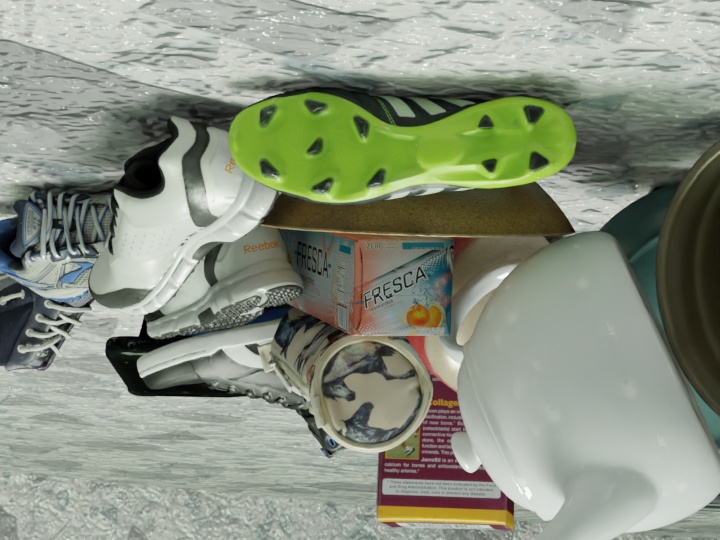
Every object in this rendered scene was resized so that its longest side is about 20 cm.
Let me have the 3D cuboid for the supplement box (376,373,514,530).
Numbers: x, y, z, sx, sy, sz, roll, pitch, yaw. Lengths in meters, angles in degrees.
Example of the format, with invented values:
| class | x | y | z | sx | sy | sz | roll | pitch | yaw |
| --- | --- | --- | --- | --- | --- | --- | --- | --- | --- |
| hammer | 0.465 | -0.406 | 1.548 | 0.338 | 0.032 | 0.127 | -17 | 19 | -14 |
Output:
| class | x | y | z | sx | sy | sz | roll | pitch | yaw |
| --- | --- | --- | --- | --- | --- | --- | --- | --- | --- |
| supplement box | 0.075 | 0.116 | 1.714 | 0.110 | 0.200 | 0.086 | 1 | 169 | 9 |

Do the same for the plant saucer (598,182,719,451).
| class | x | y | z | sx | sy | sz | roll | pitch | yaw |
| --- | --- | --- | --- | --- | --- | --- | --- | --- | --- |
| plant saucer | 0.233 | 0.040 | 1.341 | 0.200 | 0.200 | 0.027 | 2 | -169 | 0 |

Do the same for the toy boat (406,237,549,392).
| class | x | y | z | sx | sy | sz | roll | pitch | yaw |
| --- | --- | --- | --- | --- | --- | --- | --- | --- | --- |
| toy boat | 0.069 | 0.013 | 1.489 | 0.131 | 0.131 | 0.200 | 29 | 176 | 18 |

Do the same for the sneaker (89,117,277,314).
| class | x | y | z | sx | sy | sz | roll | pitch | yaw |
| --- | --- | --- | --- | --- | --- | --- | --- | --- | --- |
| sneaker | -0.128 | -0.039 | 1.279 | 0.080 | 0.074 | 0.200 | 23 | 142 | -24 |

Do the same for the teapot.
| class | x | y | z | sx | sy | sz | roll | pitch | yaw |
| --- | --- | --- | --- | --- | --- | --- | --- | --- | --- |
| teapot | 0.123 | 0.079 | 1.238 | 0.146 | 0.198 | 0.200 | -25 | 175 | 9 |

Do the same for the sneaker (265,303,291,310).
| class | x | y | z | sx | sy | sz | roll | pitch | yaw |
| --- | --- | --- | --- | --- | --- | --- | --- | --- | --- |
| sneaker | -0.057 | 0.007 | 1.538 | 0.090 | 0.067 | 0.200 | 9 | 164 | -8 |

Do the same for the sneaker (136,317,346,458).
| class | x | y | z | sx | sy | sz | roll | pitch | yaw |
| --- | --- | --- | --- | --- | --- | --- | --- | --- | --- |
| sneaker | -0.059 | 0.091 | 1.513 | 0.200 | 0.112 | 0.073 | -13 | 178 | -3 |

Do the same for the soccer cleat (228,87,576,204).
| class | x | y | z | sx | sy | sz | roll | pitch | yaw |
| --- | --- | --- | --- | --- | --- | --- | --- | --- | --- |
| soccer cleat | 0.025 | -0.071 | 1.178 | 0.200 | 0.068 | 0.081 | 0 | -179 | 6 |

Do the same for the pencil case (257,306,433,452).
| class | x | y | z | sx | sy | sz | roll | pitch | yaw |
| --- | --- | --- | --- | --- | --- | --- | --- | --- | --- |
| pencil case | -0.011 | 0.069 | 1.380 | 0.089 | 0.078 | 0.200 | -24 | -170 | -7 |

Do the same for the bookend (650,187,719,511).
| class | x | y | z | sx | sy | sz | roll | pitch | yaw |
| --- | --- | --- | --- | --- | --- | --- | --- | --- | --- |
| bookend | 0.236 | 0.062 | 1.435 | 0.092 | 0.200 | 0.199 | 2 | 169 | -1 |

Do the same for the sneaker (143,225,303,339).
| class | x | y | z | sx | sy | sz | roll | pitch | yaw |
| --- | --- | --- | --- | --- | --- | --- | --- | --- | --- |
| sneaker | -0.100 | -0.001 | 1.415 | 0.074 | 0.080 | 0.200 | -12 | 173 | -30 |

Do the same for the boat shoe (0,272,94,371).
| class | x | y | z | sx | sy | sz | roll | pitch | yaw |
| --- | --- | --- | --- | --- | --- | --- | --- | --- | --- |
| boat shoe | -0.241 | 0.032 | 1.630 | 0.075 | 0.093 | 0.200 | 12 | 165 | -39 |

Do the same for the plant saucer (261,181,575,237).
| class | x | y | z | sx | sy | sz | roll | pitch | yaw |
| --- | --- | --- | --- | --- | --- | --- | --- | --- | --- |
| plant saucer | 0.035 | -0.044 | 1.277 | 0.200 | 0.035 | 0.200 | 1 | -176 | 0 |

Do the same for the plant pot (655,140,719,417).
| class | x | y | z | sx | sy | sz | roll | pitch | yaw |
| --- | --- | --- | --- | --- | --- | --- | --- | --- | --- |
| plant pot | 0.307 | 0.000 | 1.226 | 0.200 | 0.200 | 0.173 | -8 | -179 | 40 |

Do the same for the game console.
| class | x | y | z | sx | sy | sz | roll | pitch | yaw |
| --- | --- | --- | --- | --- | --- | --- | --- | --- | --- |
| game console | -0.093 | 0.043 | 1.659 | 0.200 | 0.116 | 0.176 | 0 | 160 | 6 |

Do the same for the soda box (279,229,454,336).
| class | x | y | z | sx | sy | sz | roll | pitch | yaw |
| --- | --- | --- | --- | --- | --- | --- | --- | --- | --- |
| soda box | 0.000 | 0.000 | 1.353 | 0.068 | 0.064 | 0.200 | 0 | -173 | -17 |

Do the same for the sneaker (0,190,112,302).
| class | x | y | z | sx | sy | sz | roll | pitch | yaw |
| --- | --- | --- | --- | --- | --- | --- | --- | --- | --- |
| sneaker | -0.202 | -0.020 | 1.432 | 0.085 | 0.077 | 0.200 | 21 | 156 | -35 |
